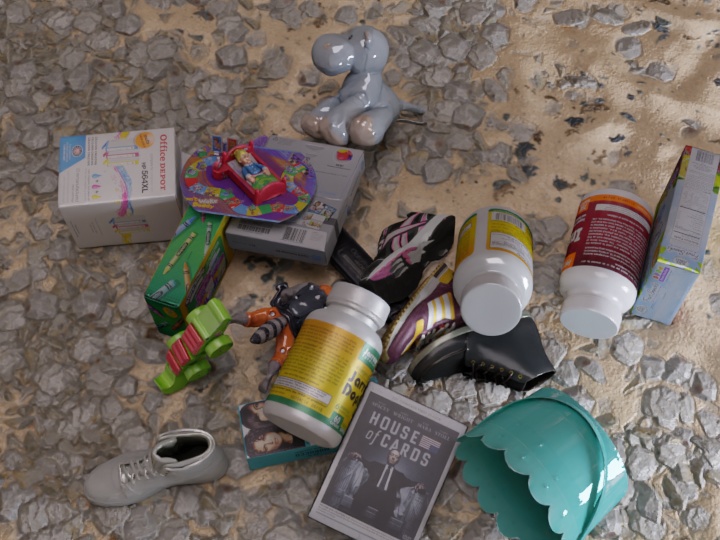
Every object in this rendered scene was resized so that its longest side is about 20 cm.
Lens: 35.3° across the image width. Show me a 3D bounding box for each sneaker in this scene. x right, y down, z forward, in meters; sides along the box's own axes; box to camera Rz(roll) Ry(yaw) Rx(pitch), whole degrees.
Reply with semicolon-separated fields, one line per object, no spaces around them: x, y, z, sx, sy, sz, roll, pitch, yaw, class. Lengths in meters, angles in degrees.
0.173;0.134;1.590;0.199;0.075;0.107;-21;64;-11;sneaker
-0.284;0.257;1.517;0.199;0.116;0.074;-14;64;-4;sneaker
0.101;0.074;1.606;0.090;0.075;0.200;39;54;1;sneaker
0.055;-0.023;1.672;0.086;0.081;0.200;18;38;34;sneaker

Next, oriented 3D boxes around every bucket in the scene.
0.236;0.259;1.459;0.134;0.208;0.207;-34;66;-20;bucket

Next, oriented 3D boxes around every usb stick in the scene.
0.000;0.000;1.690;0.055;0.033;0.200;-33;66;-24;usb stick

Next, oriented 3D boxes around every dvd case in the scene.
0.038;0.269;1.515;0.150;0.025;0.201;25;79;3;dvd case

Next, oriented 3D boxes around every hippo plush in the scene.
0.000;-0.289;1.741;0.198;0.162;0.160;-5;25;2;hippo plush

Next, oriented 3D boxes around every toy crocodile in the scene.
-0.231;0.105;1.562;0.062;0.200;0.068;-22;73;-40;toy crocodile

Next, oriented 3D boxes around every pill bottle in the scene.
0.188;0.002;1.594;0.112;0.113;0.200;6;31;5;pill bottle
-0.039;0.123;1.503;0.112;0.113;0.201;22;73;13;pill bottle
0.352;-0.009;1.639;0.112;0.113;0.201;15;63;9;pill bottle

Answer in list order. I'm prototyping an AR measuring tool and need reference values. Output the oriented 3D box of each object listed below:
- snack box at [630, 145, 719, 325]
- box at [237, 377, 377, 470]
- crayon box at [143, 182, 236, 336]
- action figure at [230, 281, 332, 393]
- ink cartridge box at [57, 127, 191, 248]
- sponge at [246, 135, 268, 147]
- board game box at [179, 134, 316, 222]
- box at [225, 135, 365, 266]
0.456;-0.049;1.626;0.067;0.169;0.201;16;63;8;snack box
-0.066;0.212;1.571;0.199;0.049;0.083;-11;62;-5;box
-0.240;-0.012;1.653;0.058;0.119;0.201;18;64;11;crayon box
-0.079;0.091;1.598;0.193;0.105;0.200;-34;70;-33;action figure
-0.343;-0.127;1.713;0.199;0.125;0.129;-6;62;-1;ink cartridge box
-0.140;-0.121;1.741;0.111;0.030;0.200;-32;56;-16;sponge
-0.163;-0.144;1.641;0.199;0.039;0.159;8;46;2;board game box
-0.094;-0.107;1.681;0.155;0.041;0.201;10;55;13;box
